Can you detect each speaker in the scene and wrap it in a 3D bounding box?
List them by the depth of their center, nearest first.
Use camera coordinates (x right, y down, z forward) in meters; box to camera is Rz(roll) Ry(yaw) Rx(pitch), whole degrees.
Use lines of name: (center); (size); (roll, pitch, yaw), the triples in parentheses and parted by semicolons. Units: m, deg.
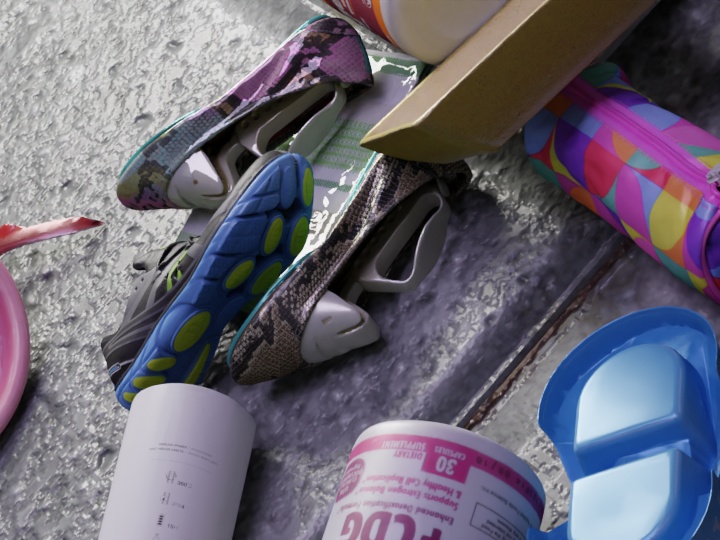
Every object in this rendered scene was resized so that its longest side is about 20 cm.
speaker: (-0.118, 0.169, 1.726); (0.081, 0.081, 0.200); (-14, 49, 32)

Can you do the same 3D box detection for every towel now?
towel: (-0.039, -0.059, 1.901); (0.149, 0.031, 0.200); (14, 69, 48)

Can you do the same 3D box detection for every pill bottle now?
pill bottle: (0.022, 0.192, 1.558); (0.113, 0.113, 0.200); (-6, 54, 38)
pill bottle: (0.017, -0.213, 1.874); (0.110, 0.110, 0.200); (-48, 38, -4)

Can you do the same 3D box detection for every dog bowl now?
dog bowl: (0.152, 0.109, 1.551); (0.111, 0.050, 0.200); (-20, 38, 26)

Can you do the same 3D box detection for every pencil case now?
pencil case: (0.176, -0.053, 1.662); (0.088, 0.088, 0.200); (-48, 39, -4)

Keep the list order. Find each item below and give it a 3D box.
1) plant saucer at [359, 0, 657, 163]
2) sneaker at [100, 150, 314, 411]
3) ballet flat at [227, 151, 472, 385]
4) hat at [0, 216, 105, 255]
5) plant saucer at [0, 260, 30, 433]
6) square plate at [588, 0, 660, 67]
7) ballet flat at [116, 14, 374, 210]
plant saucer: (0.100, -0.130, 1.714); (0.200, 0.048, 0.200); (-43, 5, -8)
sneaker: (-0.104, -0.001, 1.833); (0.200, 0.071, 0.083); (-53, 50, 19)
ballet flat: (0.000, 0.000, 1.789); (0.075, 0.068, 0.200); (31, 77, 29)
hat: (-0.322, 0.023, 2.030); (0.176, 0.166, 0.200); (35, 125, 18)
plant saucer: (-0.325, 0.053, 1.947); (0.201, 0.200, 0.051); (-65, 8, -22)
square plate: (0.157, -0.223, 1.866); (0.198, 0.028, 0.200); (-47, 39, -2)
ballet flat: (-0.074, -0.086, 1.889); (0.200, 0.069, 0.071); (-36, 60, 14)
